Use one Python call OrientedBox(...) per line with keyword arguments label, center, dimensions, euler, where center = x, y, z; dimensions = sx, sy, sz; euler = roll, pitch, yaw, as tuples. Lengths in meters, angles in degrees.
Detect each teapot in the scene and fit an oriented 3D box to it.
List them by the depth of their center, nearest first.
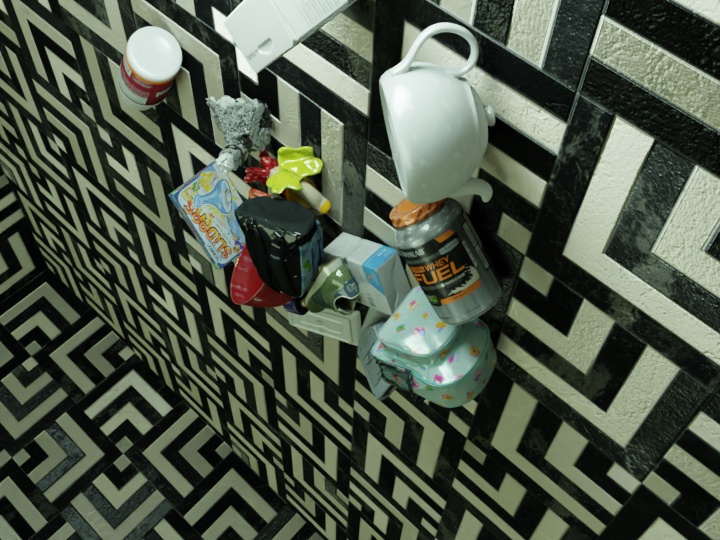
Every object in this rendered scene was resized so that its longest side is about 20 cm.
OrientedBox(label="teapot", center=(0.110, -0.196, 1.134), dimensions=(0.200, 0.143, 0.202), euler=(67, -172, -81))

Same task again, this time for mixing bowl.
OrientedBox(label="mixing bowl", center=(-0.187, 0.002, 1.837), dimensions=(0.107, 0.204, 0.199), euler=(28, 164, -29))

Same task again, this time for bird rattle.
OrientedBox(label="bird rattle", center=(-0.138, -0.159, 1.623), dimensions=(0.163, 0.114, 0.199), euler=(41, 161, -22))

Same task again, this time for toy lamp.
OrientedBox(label="toy lamp", center=(-0.088, 0.066, 1.825), dimensions=(0.197, 0.058, 0.059), euler=(-4, 125, 38))

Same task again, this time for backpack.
OrientedBox(label="backpack", center=(0.136, 0.136, 1.490), dimensions=(0.198, 0.176, 0.155), euler=(27, 151, 29))
OrientedBox(label="backpack", center=(-0.140, -0.040, 1.589), dimensions=(0.160, 0.154, 0.203), euler=(17, 130, 22))

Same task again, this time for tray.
OrientedBox(label="tray", center=(-0.087, 0.112, 1.903), dimensions=(0.196, 0.022, 0.109), euler=(15, 133, 24))

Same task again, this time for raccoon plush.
OrientedBox(label="raccoon plush", center=(-0.255, -0.264, 1.564), dimensions=(0.131, 0.200, 0.099), euler=(11, 122, 22))

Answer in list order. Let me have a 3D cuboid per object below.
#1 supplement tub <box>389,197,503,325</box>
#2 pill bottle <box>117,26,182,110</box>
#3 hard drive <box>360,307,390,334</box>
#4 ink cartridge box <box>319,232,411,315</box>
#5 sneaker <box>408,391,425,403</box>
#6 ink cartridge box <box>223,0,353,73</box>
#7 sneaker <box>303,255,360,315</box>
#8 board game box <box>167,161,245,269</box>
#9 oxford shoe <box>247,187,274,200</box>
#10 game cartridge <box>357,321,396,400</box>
OrientedBox(label="supplement tub", center=(0.134, -0.026, 1.337), dimensions=(0.122, 0.122, 0.202), euler=(-3, 124, 58))
OrientedBox(label="pill bottle", center=(-0.441, -0.409, 1.743), dimensions=(0.114, 0.113, 0.199), euler=(51, 154, -6))
OrientedBox(label="hard drive", center=(0.067, 0.127, 1.753), dimensions=(0.132, 0.025, 0.201), euler=(43, 153, 13))
OrientedBox(label="ink cartridge box", center=(0.000, 0.000, 1.643), dimensions=(0.198, 0.067, 0.117), euler=(21, 142, 45))
OrientedBox(label="sneaker", center=(0.144, 0.203, 1.634), dimensions=(0.073, 0.112, 0.200), euler=(45, 154, 4))
OrientedBox(label="ink cartridge box", center=(-0.067, -0.364, 1.115), dimensions=(0.085, 0.200, 0.145), euler=(54, 153, -14))
OrientedBox(label="sneaker", center=(-0.052, 0.056, 1.642), dimensions=(0.090, 0.067, 0.201), euler=(49, 152, 11))
OrientedBox(label="board game box", center=(-0.326, -0.125, 1.912), dimensions=(0.034, 0.135, 0.202), euler=(7, 132, 58))
OrientedBox(label="oxford shoe", center=(-0.197, -0.119, 1.702), dimensions=(0.070, 0.074, 0.200), euler=(25, -178, 2))
OrientedBox(label="game cartridge", center=(0.040, 0.183, 1.743), dimensions=(0.201, 0.041, 0.136), euler=(115, 139, -67))
